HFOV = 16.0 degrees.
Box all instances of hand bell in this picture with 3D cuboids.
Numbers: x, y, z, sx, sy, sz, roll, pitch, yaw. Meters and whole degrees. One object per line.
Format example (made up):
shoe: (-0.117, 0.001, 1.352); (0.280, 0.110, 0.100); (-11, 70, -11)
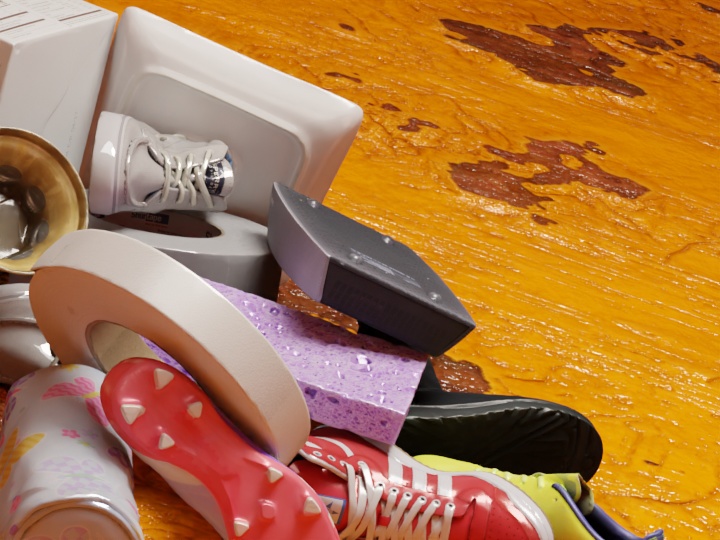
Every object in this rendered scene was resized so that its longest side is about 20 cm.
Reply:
hand bell: (-0.277, -0.013, 1.755); (0.104, 0.200, 0.104); (14, 63, -29)

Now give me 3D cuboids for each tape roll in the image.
tape roll: (-0.121, 0.057, 1.605); (0.203, 0.203, 0.037); (27, 62, 27)
tape roll: (-0.158, -0.007, 1.901); (0.200, 0.066, 0.200); (10, 10, -2)

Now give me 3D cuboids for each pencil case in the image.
pencil case: (-0.174, 0.132, 1.557); (0.091, 0.083, 0.200); (27, 17, -19)

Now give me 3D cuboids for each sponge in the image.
sponge: (-0.059, 0.056, 1.736); (0.200, 0.030, 0.112); (19, 22, 4)

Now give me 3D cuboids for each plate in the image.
plate: (-0.121, -0.085, 1.983); (0.199, 0.200, 0.032); (23, 40, -3)

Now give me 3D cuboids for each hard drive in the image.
hard drive: (0.000, 0.000, 1.828); (0.135, 0.042, 0.200); (26, 9, -19)

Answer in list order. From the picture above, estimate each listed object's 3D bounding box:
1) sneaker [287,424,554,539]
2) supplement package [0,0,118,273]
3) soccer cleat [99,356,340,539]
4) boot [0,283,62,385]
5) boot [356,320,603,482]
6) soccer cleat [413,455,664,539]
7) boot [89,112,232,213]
sneaker: (0.020, 0.156, 1.656); (0.200, 0.071, 0.112); (20, 15, 32)
supplement package: (-0.287, -0.108, 1.920); (0.111, 0.200, 0.156); (23, 21, 18)
soccer cleat: (-0.083, 0.129, 1.567); (0.200, 0.067, 0.076); (47, -9, -15)
boot: (-0.183, 0.064, 1.737); (0.200, 0.074, 0.096); (7, 19, -22)
boot: (0.060, 0.089, 1.850); (0.200, 0.076, 0.168); (3, 27, -17)
soccer cleat: (0.117, 0.160, 1.701); (0.200, 0.084, 0.065); (27, 23, 28)
boot: (-0.140, -0.076, 1.856); (0.095, 0.074, 0.200); (7, 8, 2)
